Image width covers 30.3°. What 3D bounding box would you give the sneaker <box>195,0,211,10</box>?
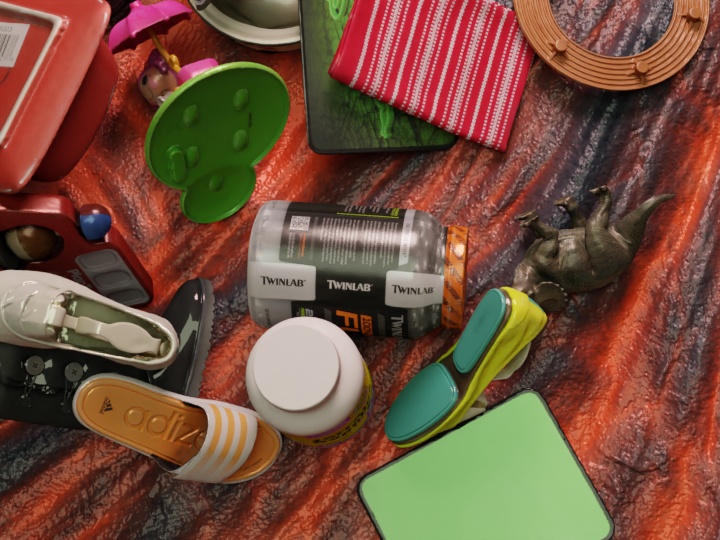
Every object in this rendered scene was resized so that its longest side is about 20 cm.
[{"bbox_3d":[-0.157,-0.317,1.282,0.199,0.078,0.140,6,78,7],"label":"sneaker"}]

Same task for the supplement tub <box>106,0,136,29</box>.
[{"bbox_3d":[-0.294,-0.323,1.308,0.122,0.200,0.123,-1,77,5],"label":"supplement tub"}]

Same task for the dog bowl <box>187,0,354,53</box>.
[{"bbox_3d":[-0.082,-0.310,1.351,0.199,0.074,0.201,-1,78,4],"label":"dog bowl"}]

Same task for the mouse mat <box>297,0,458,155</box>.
[{"bbox_3d":[0.018,-0.215,1.302,0.160,0.008,0.201,-5,91,-19],"label":"mouse mat"}]

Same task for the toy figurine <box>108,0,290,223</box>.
[{"bbox_3d":[-0.177,-0.176,1.305,0.150,0.200,0.184,-22,55,-21],"label":"toy figurine"}]

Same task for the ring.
[{"bbox_3d":[0.251,-0.275,1.324,0.200,0.019,0.201,1,76,-6],"label":"ring"}]

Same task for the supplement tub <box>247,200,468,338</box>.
[{"bbox_3d":[0.000,0.000,1.252,0.199,0.123,0.123,4,78,7],"label":"supplement tub"}]

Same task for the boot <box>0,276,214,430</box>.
[{"bbox_3d":[-0.246,0.070,1.246,0.199,0.066,0.166,12,78,-19],"label":"boot"}]

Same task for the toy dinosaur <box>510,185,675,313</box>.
[{"bbox_3d":[0.208,-0.018,1.272,0.199,0.077,0.103,-23,97,-8],"label":"toy dinosaur"}]

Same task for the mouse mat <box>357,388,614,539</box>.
[{"bbox_3d":[0.116,0.222,1.245,0.200,0.008,0.161,-28,77,-2],"label":"mouse mat"}]

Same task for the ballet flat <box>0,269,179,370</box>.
[{"bbox_3d":[-0.251,0.044,1.174,0.199,0.069,0.070,17,79,-20],"label":"ballet flat"}]

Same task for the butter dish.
[{"bbox_3d":[-0.309,-0.160,1.259,0.200,0.148,0.200,19,80,32],"label":"butter dish"}]

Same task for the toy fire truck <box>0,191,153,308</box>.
[{"bbox_3d":[-0.300,-0.013,1.250,0.167,0.200,0.112,-13,56,5],"label":"toy fire truck"}]

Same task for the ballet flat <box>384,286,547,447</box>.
[{"bbox_3d":[0.102,0.098,1.231,0.200,0.067,0.067,-53,37,27],"label":"ballet flat"}]

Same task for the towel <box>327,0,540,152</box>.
[{"bbox_3d":[0.076,-0.217,1.302,0.199,0.022,0.145,22,80,-17],"label":"towel"}]

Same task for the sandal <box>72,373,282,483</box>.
[{"bbox_3d":[-0.165,0.156,1.221,0.206,0.059,0.079,20,98,-25],"label":"sandal"}]

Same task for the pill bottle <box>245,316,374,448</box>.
[{"bbox_3d":[-0.045,0.100,1.194,0.104,0.200,0.105,-1,78,5],"label":"pill bottle"}]
